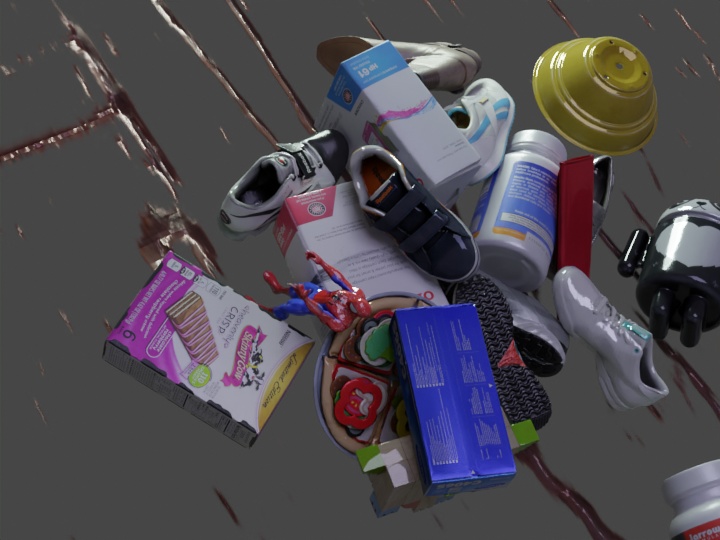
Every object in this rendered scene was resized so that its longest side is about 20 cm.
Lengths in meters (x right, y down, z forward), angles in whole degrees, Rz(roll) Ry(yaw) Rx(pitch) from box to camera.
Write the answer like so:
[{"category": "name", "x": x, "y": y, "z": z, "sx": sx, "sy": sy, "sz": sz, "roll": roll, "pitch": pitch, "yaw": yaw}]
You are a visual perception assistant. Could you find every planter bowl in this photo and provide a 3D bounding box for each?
[{"category": "planter bowl", "x": 0.354, "y": -0.270, "z": 1.692, "sx": 0.199, "sy": 0.084, "sz": 0.202, "roll": 8, "pitch": 62, "yaw": -15}]

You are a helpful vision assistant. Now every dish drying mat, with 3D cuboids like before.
[{"category": "dish drying mat", "x": 0.270, "y": -0.042, "z": 1.501, "sx": 0.077, "sy": 0.018, "sz": 0.201, "roll": -15, "pitch": 109, "yaw": -46}]

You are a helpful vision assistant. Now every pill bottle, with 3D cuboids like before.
[{"category": "pill bottle", "x": 0.429, "y": 0.331, "z": 1.381, "sx": 0.115, "sy": 0.116, "sz": 0.201, "roll": -8, "pitch": 66, "yaw": -22}, {"category": "pill bottle", "x": 0.206, "y": -0.080, "z": 1.526, "sx": 0.112, "sy": 0.112, "sz": 0.201, "roll": 24, "pitch": 58, "yaw": -5}]

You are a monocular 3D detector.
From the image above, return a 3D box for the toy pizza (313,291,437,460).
[{"category": "toy pizza", "x": 0.039, "y": 0.125, "z": 1.350, "sx": 0.199, "sy": 0.032, "sz": 0.202, "roll": -4, "pitch": 98, "yaw": -27}]

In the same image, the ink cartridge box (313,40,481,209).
[{"category": "ink cartridge box", "x": 0.044, "y": -0.162, "z": 1.495, "sx": 0.084, "sy": 0.145, "sz": 0.200, "roll": -31, "pitch": 76, "yaw": -29}]

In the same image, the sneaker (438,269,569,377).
[{"category": "sneaker", "x": 0.175, "y": 0.050, "z": 1.480, "sx": 0.200, "sy": 0.074, "sz": 0.079, "roll": 38, "pitch": 42, "yaw": 1}]

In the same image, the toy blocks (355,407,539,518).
[{"category": "toy blocks", "x": 0.083, "y": 0.221, "z": 1.319, "sx": 0.199, "sy": 0.137, "sz": 0.100, "roll": -14, "pitch": 64, "yaw": -19}]

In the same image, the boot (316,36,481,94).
[{"category": "boot", "x": 0.060, "y": -0.284, "z": 1.609, "sx": 0.199, "sy": 0.071, "sz": 0.146, "roll": 25, "pitch": 32, "yaw": 27}]

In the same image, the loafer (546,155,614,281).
[{"category": "loafer", "x": 0.289, "y": -0.072, "z": 1.573, "sx": 0.070, "sy": 0.070, "sz": 0.201, "roll": 27, "pitch": 59, "yaw": -7}]

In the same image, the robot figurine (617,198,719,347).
[{"category": "robot figurine", "x": 0.432, "y": -0.001, "z": 1.551, "sx": 0.150, "sy": 0.125, "sz": 0.201, "roll": 35, "pitch": 57, "yaw": -13}]

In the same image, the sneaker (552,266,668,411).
[{"category": "sneaker", "x": 0.315, "y": 0.076, "z": 1.460, "sx": 0.075, "sy": 0.088, "sz": 0.201, "roll": -37, "pitch": 100, "yaw": -36}]

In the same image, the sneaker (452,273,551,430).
[{"category": "sneaker", "x": 0.157, "y": 0.105, "z": 1.421, "sx": 0.070, "sy": 0.093, "sz": 0.201, "roll": -23, "pitch": 80, "yaw": -15}]

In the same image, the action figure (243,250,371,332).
[{"category": "action figure", "x": -0.068, "y": 0.018, "z": 1.321, "sx": 0.065, "sy": 0.199, "sz": 0.099, "roll": -53, "pitch": 126, "yaw": -23}]

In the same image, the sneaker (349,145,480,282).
[{"category": "sneaker", "x": 0.055, "y": -0.065, "z": 1.379, "sx": 0.078, "sy": 0.079, "sz": 0.200, "roll": -46, "pitch": 74, "yaw": 10}]

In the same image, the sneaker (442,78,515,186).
[{"category": "sneaker", "x": 0.150, "y": -0.202, "z": 1.563, "sx": 0.081, "sy": 0.076, "sz": 0.201, "roll": 43, "pitch": 34, "yaw": -23}]

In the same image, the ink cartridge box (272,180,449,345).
[{"category": "ink cartridge box", "x": 0.000, "y": 0.000, "z": 1.432, "sx": 0.145, "sy": 0.085, "sz": 0.201, "roll": -16, "pitch": 68, "yaw": -25}]

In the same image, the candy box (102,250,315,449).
[{"category": "candy box", "x": -0.171, "y": 0.089, "z": 1.340, "sx": 0.199, "sy": 0.061, "sz": 0.137, "roll": 31, "pitch": 60, "yaw": -1}]

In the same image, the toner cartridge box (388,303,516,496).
[{"category": "toner cartridge box", "x": 0.096, "y": 0.135, "z": 1.266, "sx": 0.094, "sy": 0.043, "sz": 0.201, "roll": -4, "pitch": 61, "yaw": -12}]

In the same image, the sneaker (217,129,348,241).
[{"category": "sneaker", "x": -0.086, "y": -0.116, "z": 1.446, "sx": 0.074, "sy": 0.089, "sz": 0.200, "roll": 44, "pitch": 67, "yaw": 11}]
